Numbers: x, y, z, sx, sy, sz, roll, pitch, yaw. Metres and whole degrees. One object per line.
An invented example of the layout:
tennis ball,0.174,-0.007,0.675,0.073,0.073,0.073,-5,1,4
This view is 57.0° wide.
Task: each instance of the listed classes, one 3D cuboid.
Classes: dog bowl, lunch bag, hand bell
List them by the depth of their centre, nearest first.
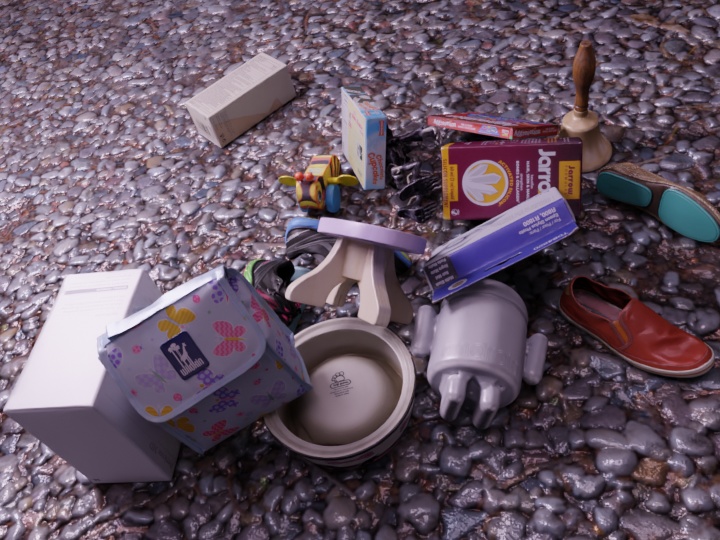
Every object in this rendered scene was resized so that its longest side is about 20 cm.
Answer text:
lunch bag,-0.175,0.100,0.760,0.169,0.200,0.127,-29,45,1
dog bowl,-0.022,0.160,0.843,0.199,0.074,0.201,-8,49,9
hand bell,0.341,-0.258,1.019,0.104,0.200,0.104,-7,49,8

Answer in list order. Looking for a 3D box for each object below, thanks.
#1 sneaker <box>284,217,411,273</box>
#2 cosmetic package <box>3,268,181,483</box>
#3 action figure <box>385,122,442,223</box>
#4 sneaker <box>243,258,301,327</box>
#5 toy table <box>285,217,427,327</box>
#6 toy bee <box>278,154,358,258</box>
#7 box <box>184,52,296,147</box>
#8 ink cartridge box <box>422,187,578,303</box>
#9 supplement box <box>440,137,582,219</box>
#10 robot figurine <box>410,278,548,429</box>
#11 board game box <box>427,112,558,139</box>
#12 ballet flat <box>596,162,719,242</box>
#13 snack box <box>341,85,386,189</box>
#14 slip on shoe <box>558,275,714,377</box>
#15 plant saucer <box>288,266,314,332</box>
sneaker,-0.020,-0.025,1.010,0.199,0.071,0.083,12,91,8
cosmetic package,-0.311,0.139,0.853,0.123,0.200,0.200,-4,50,13
action figure,0.085,-0.165,1.056,0.102,0.119,0.200,-12,42,1
sneaker,-0.124,0.054,0.937,0.084,0.077,0.200,-13,49,9
toy table,0.000,0.000,0.878,0.183,0.200,0.118,13,92,-15
toy bee,-0.068,-0.136,1.087,0.130,0.109,0.200,-14,48,1
box,-0.237,-0.344,1.330,0.200,0.078,0.095,-39,52,-18
ink cartridge box,0.179,-0.040,0.869,0.199,0.041,0.200,-28,6,16
supplement box,0.225,-0.137,0.990,0.199,0.111,0.086,0,15,16
robot figurine,0.148,0.092,0.828,0.169,0.113,0.200,15,53,2
board game box,0.213,-0.241,1.094,0.103,0.020,0.200,-13,24,-32
ballet flat,0.440,-0.108,0.957,0.065,0.071,0.200,-30,51,-30
snack box,0.003,-0.225,1.100,0.037,0.117,0.200,-5,30,-10
slip on shoe,0.341,0.068,0.833,0.200,0.061,0.074,33,63,33
plant saucer,-0.125,0.069,0.987,0.070,0.019,0.200,6,51,19
